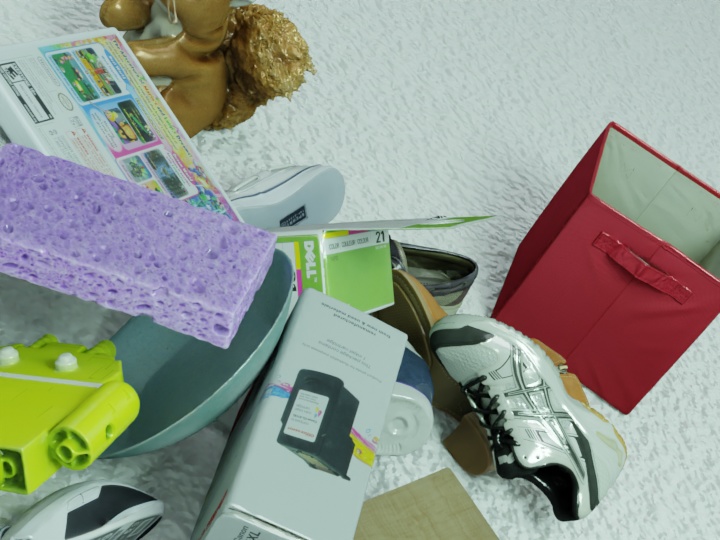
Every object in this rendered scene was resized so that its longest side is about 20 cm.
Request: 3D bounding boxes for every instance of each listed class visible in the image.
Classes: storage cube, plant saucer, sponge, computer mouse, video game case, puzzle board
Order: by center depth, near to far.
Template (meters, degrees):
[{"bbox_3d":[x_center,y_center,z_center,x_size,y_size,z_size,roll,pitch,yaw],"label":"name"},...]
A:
[{"bbox_3d":[-0.201,0.162,0.811,0.044,0.110,0.200,55,29,16],"label":"computer mouse"},{"bbox_3d":[-0.162,-0.020,0.883,0.199,0.030,0.112,18,33,2],"label":"sponge"},{"bbox_3d":[0.039,0.229,0.912,0.150,0.017,0.200,-19,41,-16],"label":"puzzle board"},{"bbox_3d":[-0.118,0.065,0.935,0.039,0.200,0.201,53,25,-25],"label":"plant saucer"},{"bbox_3d":[-0.187,-0.090,1.030,0.201,0.024,0.182,56,27,1],"label":"video game case"},{"bbox_3d":[0.257,-0.004,1.337,0.170,0.180,0.200,33,32,-2],"label":"storage cube"}]

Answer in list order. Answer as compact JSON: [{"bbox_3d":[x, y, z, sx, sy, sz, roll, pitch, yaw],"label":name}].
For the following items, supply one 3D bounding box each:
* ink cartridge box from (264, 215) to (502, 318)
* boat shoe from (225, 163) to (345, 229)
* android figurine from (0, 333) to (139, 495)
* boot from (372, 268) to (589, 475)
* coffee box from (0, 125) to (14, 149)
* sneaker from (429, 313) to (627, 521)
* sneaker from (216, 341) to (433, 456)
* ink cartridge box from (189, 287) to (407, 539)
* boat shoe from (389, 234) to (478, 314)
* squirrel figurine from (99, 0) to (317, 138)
[{"bbox_3d":[0.000,0.000,1.065,0.199,0.076,0.148,-2,4,21],"label":"ink cartridge box"},{"bbox_3d":[-0.097,-0.043,1.189,0.065,0.074,0.200,16,28,35],"label":"boat shoe"},{"bbox_3d":[-0.227,0.088,0.853,0.181,0.041,0.200,5,23,22],"label":"android figurine"},{"bbox_3d":[0.110,0.074,1.192,0.155,0.077,0.200,-17,64,-43],"label":"boot"},{"bbox_3d":[-0.308,-0.032,0.937,0.080,0.113,0.200,30,34,-10],"label":"coffee box"},{"bbox_3d":[0.127,0.119,1.087,0.200,0.076,0.088,41,58,-6],"label":"sneaker"},{"bbox_3d":[-0.038,0.079,1.085,0.199,0.081,0.147,14,19,-9],"label":"sneaker"},{"bbox_3d":[-0.049,0.137,0.896,0.082,0.146,0.201,25,42,-7],"label":"ink cartridge box"},{"bbox_3d":[0.020,-0.001,1.228,0.199,0.065,0.072,9,42,-32],"label":"boat shoe"},{"bbox_3d":[-0.143,-0.216,1.247,0.199,0.187,0.142,7,41,-35],"label":"squirrel figurine"}]
